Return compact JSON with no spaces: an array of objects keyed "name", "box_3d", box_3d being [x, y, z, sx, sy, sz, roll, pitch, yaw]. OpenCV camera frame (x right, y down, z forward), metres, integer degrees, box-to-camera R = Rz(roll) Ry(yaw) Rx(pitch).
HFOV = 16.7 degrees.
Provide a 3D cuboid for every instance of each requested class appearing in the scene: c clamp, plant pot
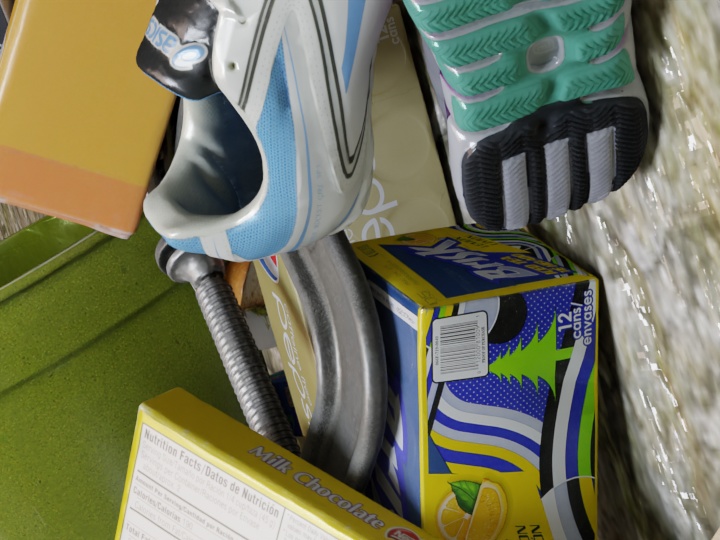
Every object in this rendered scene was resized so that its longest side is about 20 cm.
[{"name":"c clamp","box_3d":[-0.034,0.027,0.833,0.171,0.027,0.201,109,145,-52]},{"name":"plant pot","box_3d":[-0.115,0.080,1.092,0.194,0.200,0.200,61,169,-10]}]

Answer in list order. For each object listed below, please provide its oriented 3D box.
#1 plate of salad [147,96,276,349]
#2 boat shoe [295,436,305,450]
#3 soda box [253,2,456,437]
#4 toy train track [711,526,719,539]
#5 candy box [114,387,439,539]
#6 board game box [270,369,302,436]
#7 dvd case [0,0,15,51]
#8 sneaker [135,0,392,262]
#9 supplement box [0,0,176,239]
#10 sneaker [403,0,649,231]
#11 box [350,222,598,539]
[{"name":"plate of salad","box_3d":[-0.058,-0.066,1.035,0.200,0.048,0.201,-17,-90,-74]},{"name":"boat shoe","box_3d":[-0.056,0.160,0.925,0.072,0.067,0.202,-138,55,-79]},{"name":"soda box","box_3d":[0.000,0.000,0.909,0.064,0.067,0.201,-141,34,-68]},{"name":"toy train track","box_3d":[0.108,0.147,0.743,0.201,0.032,0.115,85,161,-45]},{"name":"candy box","box_3d":[0.003,0.126,0.768,0.199,0.026,0.103,29,119,25]},{"name":"board game box","box_3d":[-0.010,0.120,1.180,0.200,0.045,0.153,156,95,-78]},{"name":"dvd case","box_3d":[-0.120,-0.154,0.997,0.151,0.025,0.201,75,-160,-53]},{"name":"sneaker","box_3d":[-0.026,-0.090,0.697,0.072,0.072,0.201,39,134,43]},{"name":"supplement box","box_3d":[-0.084,-0.119,0.876,0.069,0.066,0.201,-101,29,-69]},{"name":"sneaker","box_3d":[0.033,-0.096,0.626,0.200,0.074,0.088,89,163,-56]},{"name":"box","box_3d":[0.036,0.090,0.804,0.070,0.064,0.201,-143,48,-61]}]
